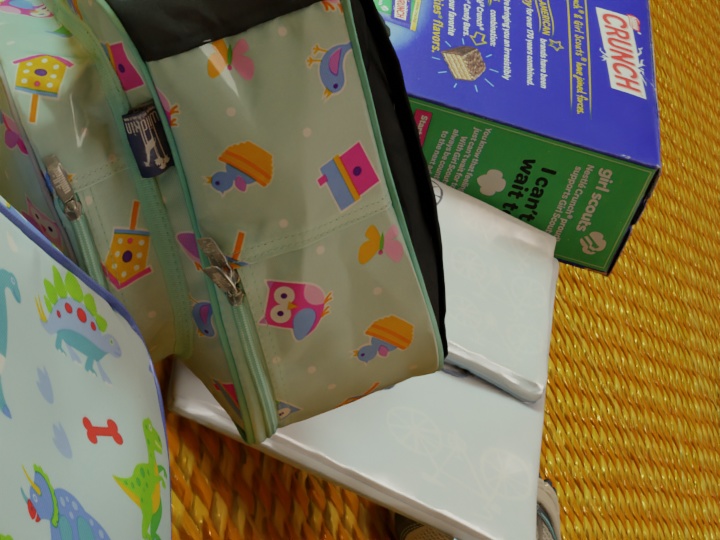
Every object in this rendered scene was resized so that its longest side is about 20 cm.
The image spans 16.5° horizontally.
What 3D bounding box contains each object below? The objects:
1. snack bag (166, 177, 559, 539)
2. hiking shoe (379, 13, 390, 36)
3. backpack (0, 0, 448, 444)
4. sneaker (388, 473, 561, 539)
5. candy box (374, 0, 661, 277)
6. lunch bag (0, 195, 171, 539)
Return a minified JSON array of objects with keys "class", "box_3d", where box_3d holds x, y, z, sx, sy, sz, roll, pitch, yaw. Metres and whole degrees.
[{"class":"snack bag","box_3d":[0.006,0.022,1.099,0.188,0.021,0.200,27,44,-17]},{"class":"hiking shoe","box_3d":[-0.043,-0.059,1.056,0.087,0.074,0.200,26,46,-12]},{"class":"backpack","box_3d":[-0.054,-0.037,0.893,0.200,0.153,0.176,64,-8,-26]},{"class":"sneaker","box_3d":[0.076,0.164,1.255,0.200,0.077,0.086,47,33,-52]},{"class":"candy box","box_3d":[0.043,-0.100,1.233,0.169,0.200,0.077,-86,-166,-51]},{"class":"lunch bag","box_3d":[-0.129,0.046,0.738,0.200,0.082,0.161,47,30,-53]}]
